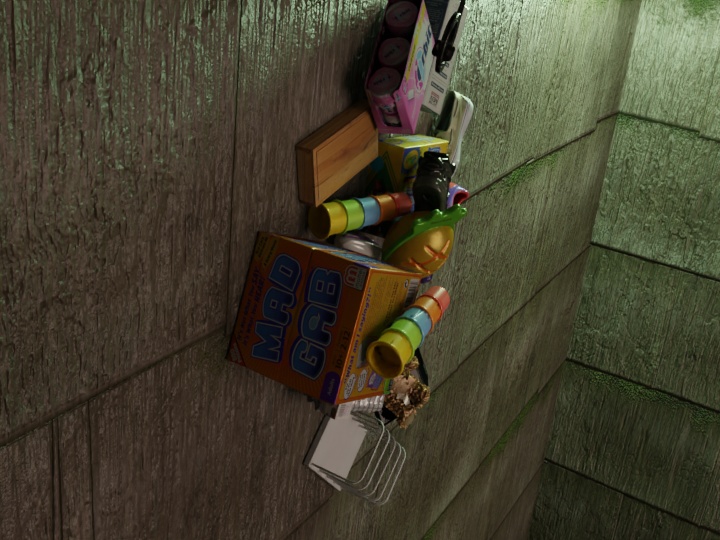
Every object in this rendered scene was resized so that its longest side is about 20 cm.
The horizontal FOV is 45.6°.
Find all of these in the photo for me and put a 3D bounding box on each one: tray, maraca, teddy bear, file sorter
[{"bbox_3d":[-0.033,-0.193,1.389,0.200,0.036,0.100,-46,144,-46],"label":"tray"},{"bbox_3d":[0.106,-0.053,1.464,0.135,0.108,0.200,-19,161,-31],"label":"maraca"},{"bbox_3d":[0.064,0.220,1.685,0.199,0.066,0.147,33,84,-34],"label":"teddy bear"},{"bbox_3d":[-0.002,0.367,1.696,0.141,0.123,0.201,-63,153,-18],"label":"file sorter"}]

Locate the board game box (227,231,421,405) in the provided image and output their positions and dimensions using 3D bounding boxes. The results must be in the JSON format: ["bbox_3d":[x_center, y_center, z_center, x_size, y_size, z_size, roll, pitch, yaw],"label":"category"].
[{"bbox_3d":[-0.051,0.070,1.323,0.199,0.197,0.204,6,101,-64],"label":"board game box"}]

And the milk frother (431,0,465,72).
[{"bbox_3d":[0.075,-0.425,1.288,0.203,0.185,0.180,-68,153,-9],"label":"milk frother"}]

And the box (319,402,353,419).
[{"bbox_3d":[-0.016,0.150,1.438,0.041,0.038,0.204,11,98,-54],"label":"box"}]

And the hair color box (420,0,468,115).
[{"bbox_3d":[0.131,-0.397,1.563,0.100,0.060,0.204,7,99,-64],"label":"hair color box"}]

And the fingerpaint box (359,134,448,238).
[{"bbox_3d":[0.084,-0.160,1.601,0.199,0.072,0.170,-20,123,-59],"label":"fingerpaint box"}]

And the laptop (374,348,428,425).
[{"bbox_3d":[0.066,0.191,1.774,0.198,0.103,0.180,-27,104,-27],"label":"laptop"}]

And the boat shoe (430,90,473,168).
[{"bbox_3d":[0.168,-0.264,1.733,0.061,0.071,0.204,24,79,-39],"label":"boat shoe"}]

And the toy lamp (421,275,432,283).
[{"bbox_3d":[0.084,0.051,1.752,0.200,0.057,0.059,-42,141,-46],"label":"toy lamp"}]

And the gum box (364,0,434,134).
[{"bbox_3d":[0.066,-0.333,1.419,0.114,0.065,0.203,61,38,-58],"label":"gum box"}]

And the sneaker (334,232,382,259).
[{"bbox_3d":[0.000,0.000,1.527,0.101,0.074,0.200,-67,154,-14],"label":"sneaker"}]

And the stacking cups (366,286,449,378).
[{"bbox_3d":[0.081,0.082,1.290,0.200,0.060,0.062,-44,143,-48],"label":"stacking cups"}]

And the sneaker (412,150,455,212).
[{"bbox_3d":[0.133,-0.136,1.541,0.201,0.075,0.116,80,26,-57],"label":"sneaker"}]

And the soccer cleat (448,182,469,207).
[{"bbox_3d":[0.158,-0.102,1.787,0.202,0.072,0.069,-61,152,-25],"label":"soccer cleat"}]

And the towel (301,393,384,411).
[{"bbox_3d":[-0.016,0.147,1.524,0.163,0.085,0.204,6,101,-40],"label":"towel"}]

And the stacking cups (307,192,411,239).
[{"bbox_3d":[0.002,-0.101,1.432,0.198,0.060,0.062,-18,123,-42],"label":"stacking cups"}]
